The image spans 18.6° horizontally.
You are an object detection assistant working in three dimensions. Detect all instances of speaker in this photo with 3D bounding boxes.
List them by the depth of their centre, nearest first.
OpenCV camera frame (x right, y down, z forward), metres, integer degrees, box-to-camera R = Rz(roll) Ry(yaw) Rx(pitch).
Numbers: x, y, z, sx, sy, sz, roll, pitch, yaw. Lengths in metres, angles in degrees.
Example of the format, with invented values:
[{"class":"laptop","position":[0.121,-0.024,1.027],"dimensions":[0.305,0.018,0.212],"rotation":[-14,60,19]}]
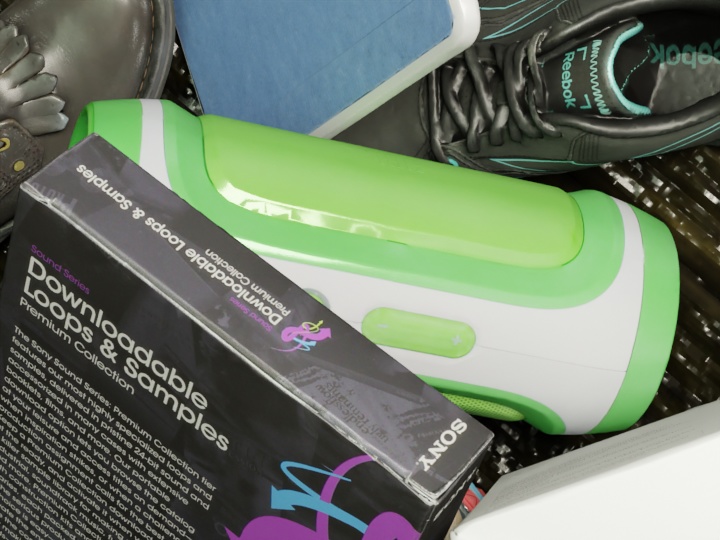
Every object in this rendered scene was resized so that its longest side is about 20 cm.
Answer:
[{"class":"speaker","position":[0.000,0.000,0.725],"dimensions":[0.198,0.088,0.089],"rotation":[11,96,-14]}]

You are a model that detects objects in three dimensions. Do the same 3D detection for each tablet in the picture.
[{"class":"tablet","position":[-0.024,-0.109,0.739],"dimensions":[0.014,0.200,0.131],"rotation":[-15,84,-27]}]

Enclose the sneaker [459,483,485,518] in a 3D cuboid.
[{"class":"sneaker","position":[-0.026,0.075,0.774],"dimensions":[0.079,0.095,0.200],"rotation":[-45,79,15]}]

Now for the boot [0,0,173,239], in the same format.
[{"class":"boot","position":[-0.163,-0.040,0.765],"dimensions":[0.069,0.174,0.200],"rotation":[47,105,11]}]

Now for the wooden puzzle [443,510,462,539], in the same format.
[{"class":"wooden puzzle","position":[-0.021,0.125,0.723],"dimensions":[0.199,0.037,0.186],"rotation":[9,129,46]}]

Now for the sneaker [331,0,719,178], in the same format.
[{"class":"sneaker","position":[0.062,-0.069,0.750],"dimensions":[0.198,0.079,0.076],"rotation":[-11,89,20]}]

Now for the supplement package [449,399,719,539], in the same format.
[{"class":"supplement package","position":[0.127,0.114,0.659],"dimensions":[0.151,0.200,0.152],"rotation":[-20,86,6]}]

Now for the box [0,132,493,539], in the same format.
[{"class":"box","position":[-0.050,0.070,0.651],"dimensions":[0.143,0.036,0.201],"rotation":[37,142,13]}]
